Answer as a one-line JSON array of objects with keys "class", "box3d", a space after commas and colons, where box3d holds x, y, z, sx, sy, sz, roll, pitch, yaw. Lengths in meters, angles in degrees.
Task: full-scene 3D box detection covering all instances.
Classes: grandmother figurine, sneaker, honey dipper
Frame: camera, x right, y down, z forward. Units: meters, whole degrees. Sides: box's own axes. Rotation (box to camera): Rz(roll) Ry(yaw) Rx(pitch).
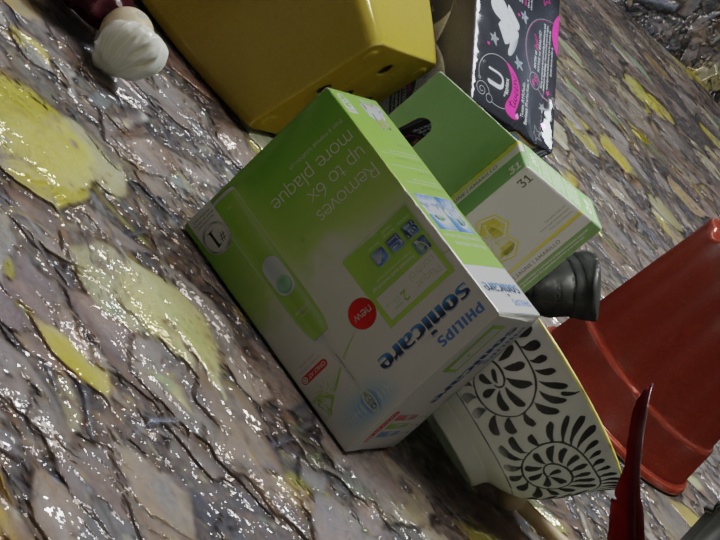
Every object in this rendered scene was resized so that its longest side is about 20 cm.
[{"class": "grandmother figurine", "box3d": [-0.206, -0.217, 1.574, 0.121, 0.061, 0.200, 7, 40, -53]}, {"class": "sneaker", "box3d": [0.160, 0.000, 1.970, 0.090, 0.077, 0.200, -1, 7, -9]}, {"class": "honey dipper", "box3d": [0.177, 0.227, 1.567, 0.200, 0.038, 0.038, 46, 17, -4]}]

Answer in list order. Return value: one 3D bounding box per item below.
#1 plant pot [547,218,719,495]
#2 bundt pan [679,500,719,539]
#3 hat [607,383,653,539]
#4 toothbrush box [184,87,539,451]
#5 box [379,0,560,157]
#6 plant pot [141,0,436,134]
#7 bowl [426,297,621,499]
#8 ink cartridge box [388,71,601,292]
[{"class": "plant pot", "box3d": [0.305, 0.068, 1.968, 0.201, 0.195, 0.201, 42, 17, -16]}, {"class": "bundt pan", "box3d": [0.298, 0.275, 1.586, 0.202, 0.076, 0.202, 51, -15, 20]}, {"class": "hat", "box3d": [0.180, 0.221, 1.337, 0.200, 0.176, 0.166, 47, 17, -1]}, {"class": "toothbrush box", "box3d": [0.000, 0.000, 1.441, 0.200, 0.145, 0.086, 53, 18, 16]}, {"class": "box", "box3d": [0.089, -0.191, 1.863, 0.114, 0.132, 0.201, 30, 53, -37]}, {"class": "plant pot", "box3d": [-0.049, -0.221, 1.768, 0.177, 0.199, 0.200, 65, 20, 14]}, {"class": "bowl", "box3d": [0.096, 0.092, 1.518, 0.202, 0.094, 0.201, 59, -5, 9]}, {"class": "ink cartridge box", "box3d": [0.085, -0.056, 1.781, 0.200, 0.145, 0.048, 37, 24, -33]}]
